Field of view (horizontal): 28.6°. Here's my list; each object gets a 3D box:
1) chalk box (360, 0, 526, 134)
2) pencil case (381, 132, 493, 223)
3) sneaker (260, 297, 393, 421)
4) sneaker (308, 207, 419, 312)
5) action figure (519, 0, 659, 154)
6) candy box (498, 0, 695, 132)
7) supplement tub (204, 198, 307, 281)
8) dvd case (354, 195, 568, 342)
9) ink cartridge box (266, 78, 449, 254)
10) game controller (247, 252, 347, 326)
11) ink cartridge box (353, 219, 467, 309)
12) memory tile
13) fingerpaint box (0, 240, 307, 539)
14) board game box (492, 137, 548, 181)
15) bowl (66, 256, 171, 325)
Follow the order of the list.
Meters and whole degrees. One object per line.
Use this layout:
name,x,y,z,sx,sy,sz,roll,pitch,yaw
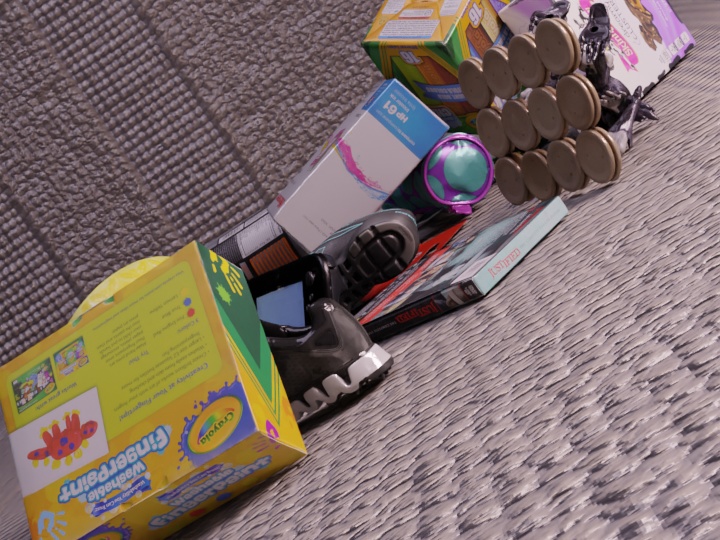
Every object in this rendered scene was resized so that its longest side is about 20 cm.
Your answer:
chalk box,0.116,-0.233,1.595,0.125,0.200,0.124,6,58,42
pencil case,0.084,-0.102,1.628,0.085,0.093,0.200,3,-4,-14
sneaker,-0.078,0.086,1.097,0.200,0.091,0.066,-32,4,15
sneaker,-0.021,0.006,1.392,0.200,0.075,0.079,-32,17,19
action figure,0.208,-0.164,1.329,0.119,0.200,0.102,20,71,29
candy box,0.268,-0.270,1.581,0.071,0.168,0.200,-29,9,46
supplement tub,-0.105,-0.016,1.754,0.200,0.123,0.123,-31,8,19
dvd case,0.073,0.007,1.232,0.200,0.022,0.146,-28,10,47
ink cartridge box,-0.008,-0.107,1.542,0.200,0.085,0.145,-50,9,0
game controller,-0.065,0.048,1.283,0.042,0.105,0.200,9,-13,-24
ink cartridge box,0.000,0.000,1.495,0.200,0.057,0.163,-35,6,32
memory tile,0.160,-0.139,1.283,0.017,0.154,0.200,-24,5,-24
fingerpaint box,-0.158,0.104,1.043,0.200,0.167,0.073,-33,-32,15
board game box,0.146,-0.124,1.754,0.105,0.023,0.200,-40,9,-25
bowl,-0.177,0.099,1.301,0.108,0.201,0.200,30,53,33
